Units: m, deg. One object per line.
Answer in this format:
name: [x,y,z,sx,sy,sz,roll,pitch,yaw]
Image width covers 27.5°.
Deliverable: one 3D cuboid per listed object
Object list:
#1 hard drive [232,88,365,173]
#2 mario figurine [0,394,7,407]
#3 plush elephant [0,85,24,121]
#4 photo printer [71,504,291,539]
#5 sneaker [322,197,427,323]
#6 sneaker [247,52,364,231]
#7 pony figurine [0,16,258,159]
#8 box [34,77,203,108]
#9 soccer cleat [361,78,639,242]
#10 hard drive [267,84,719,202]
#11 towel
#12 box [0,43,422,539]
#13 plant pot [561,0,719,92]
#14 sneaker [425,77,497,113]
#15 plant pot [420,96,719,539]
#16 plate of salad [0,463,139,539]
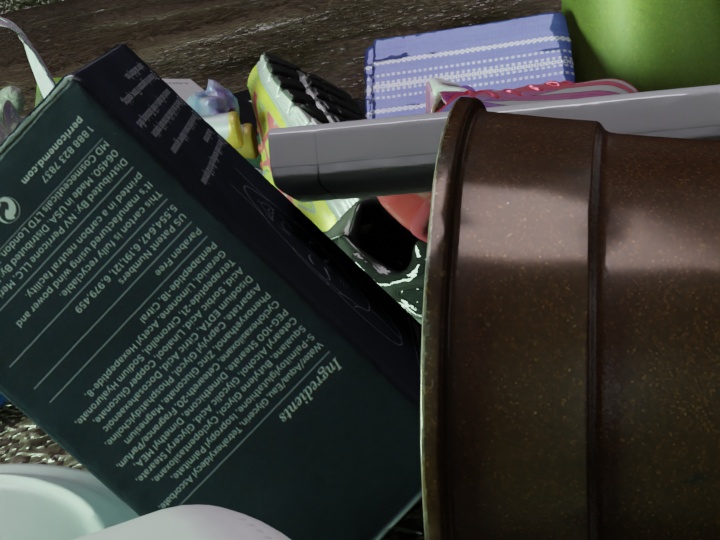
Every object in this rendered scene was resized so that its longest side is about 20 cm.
hard drive: [-0.052,-0.094,1.111,0.139,0.038,0.200,25,28,25]
mario figurine: [-0.161,0.012,0.855,0.199,0.124,0.106,-21,0,-10]
plush elephant: [-0.303,-0.076,1.109,0.200,0.165,0.155,-44,-7,-34]
photo printer: [-0.086,0.139,0.402,0.199,0.070,0.166,-17,20,-13]
sneaker: [0.000,0.000,0.824,0.066,0.091,0.199,-25,22,-35]
sneaker: [-0.040,-0.065,0.953,0.078,0.091,0.201,19,30,-35]
pony figurine: [-0.169,-0.064,0.971,0.198,0.194,0.167,-8,36,6]
box: [-0.160,-0.106,1.179,0.143,0.037,0.200,-4,27,-33]
soccer cleat: [0.080,-0.075,0.787,0.199,0.077,0.067,-28,-18,-40]
hard drive: [0.066,-0.053,0.643,0.198,0.027,0.132,-6,-1,3]
towel: [0.074,-0.084,0.971,0.144,0.024,0.201,-8,56,11]
box: [-0.067,0.019,0.597,0.107,0.200,0.149,-46,10,8]
plant pot: [0.214,-0.175,1.035,0.198,0.191,0.200,-12,19,4]
sneaker: [0.095,-0.050,0.871,0.088,0.081,0.201,-5,40,-6]
plant pot: [0.131,0.039,0.501,0.196,0.202,0.200,0,21,12]
plate of salad: [-0.171,0.141,0.603,0.198,0.048,0.200,-3,25,1]
